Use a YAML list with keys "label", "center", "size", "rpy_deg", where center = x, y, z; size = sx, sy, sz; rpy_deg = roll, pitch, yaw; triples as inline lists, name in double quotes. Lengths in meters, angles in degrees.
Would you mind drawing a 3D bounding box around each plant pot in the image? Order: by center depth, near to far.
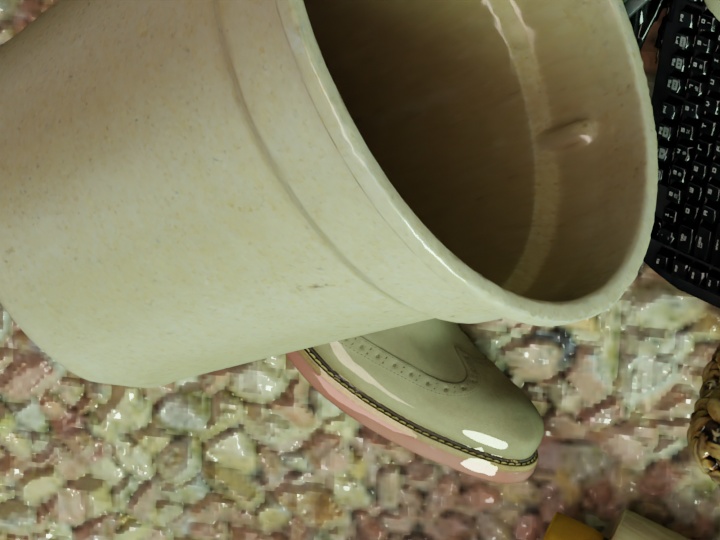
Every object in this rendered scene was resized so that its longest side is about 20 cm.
- label: "plant pot"
  center: [-0.031, -0.050, 0.913]
  size: [0.183, 0.200, 0.201]
  rpy_deg: [-23, 100, 33]

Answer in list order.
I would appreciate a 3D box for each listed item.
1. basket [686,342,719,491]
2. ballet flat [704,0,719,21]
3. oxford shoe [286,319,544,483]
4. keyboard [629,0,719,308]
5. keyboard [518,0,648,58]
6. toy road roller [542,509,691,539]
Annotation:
- label: "basket"
  center: [0.232, 0.072, 0.951]
  size: [0.149, 0.143, 0.200]
  rpy_deg: [-40, 94, 22]
- label: "ballet flat"
  center: [0.212, -0.095, 0.880]
  size: [0.199, 0.069, 0.070]
  rpy_deg: [-4, 106, 19]
- label: "oxford shoe"
  center: [0.000, 0.000, 1.030]
  size: [0.200, 0.070, 0.075]
  rpy_deg: [40, 110, 0]
- label: "keyboard"
  center: [0.120, -0.089, 0.961]
  size: [0.104, 0.039, 0.201]
  rpy_deg: [29, 117, 47]
- label: "keyboard"
  center: [0.022, -0.155, 0.980]
  size: [0.127, 0.021, 0.200]
  rpy_deg: [-42, 79, 32]
- label: "toy road roller"
  center: [0.088, 0.207, 1.028]
  size: [0.122, 0.146, 0.201]
  rpy_deg: [25, 111, 6]
